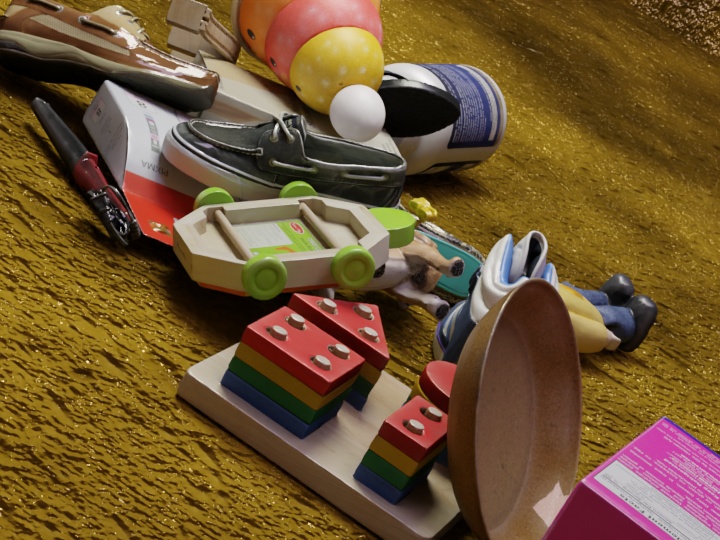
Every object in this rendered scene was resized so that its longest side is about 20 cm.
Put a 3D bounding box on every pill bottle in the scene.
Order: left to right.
[{"bbox_3d":[0.059,-0.153,1.971,0.111,0.112,0.200,37,21,21],"label":"pill bottle"}]

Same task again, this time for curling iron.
[{"bbox_3d":[-0.217,-0.084,1.534,0.200,0.025,0.050,52,-11,46],"label":"curling iron"}]

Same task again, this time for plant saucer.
[{"bbox_3d":[0.102,0.105,1.339,0.035,0.202,0.200,1,7,26],"label":"plant saucer"}]

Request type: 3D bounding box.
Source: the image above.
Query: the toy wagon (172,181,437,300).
[{"bbox_3d":[-0.038,-0.024,1.480,0.198,0.040,0.155,-5,24,-18],"label":"toy wagon"}]

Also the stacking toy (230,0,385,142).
[{"bbox_3d":[-0.026,-0.190,1.751,0.145,0.146,0.201,15,36,-34],"label":"stacking toy"}]

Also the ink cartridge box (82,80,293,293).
[{"bbox_3d":[-0.127,-0.070,1.595,0.162,0.057,0.200,22,16,-33],"label":"ink cartridge box"}]

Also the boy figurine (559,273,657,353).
[{"bbox_3d":[0.179,0.027,1.771,0.199,0.065,0.124,12,28,-46],"label":"boy figurine"}]

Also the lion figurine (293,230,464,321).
[{"bbox_3d":[0.000,0.000,1.569,0.199,0.073,0.122,6,14,-42],"label":"lion figurine"}]

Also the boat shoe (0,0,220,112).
[{"bbox_3d":[-0.215,-0.191,1.666,0.198,0.074,0.076,15,-15,1],"label":"boat shoe"}]

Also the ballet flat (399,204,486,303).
[{"bbox_3d":[0.021,-0.032,1.716,0.199,0.068,0.075,30,-3,-13],"label":"ballet flat"}]

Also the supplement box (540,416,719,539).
[{"bbox_3d":[0.195,0.187,1.344,0.103,0.102,0.200,36,22,17],"label":"supplement box"}]

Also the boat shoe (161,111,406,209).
[{"bbox_3d":[-0.058,-0.095,1.573,0.199,0.071,0.072,14,29,-12],"label":"boat shoe"}]

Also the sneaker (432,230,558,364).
[{"bbox_3d":[0.118,0.029,1.553,0.080,0.147,0.200,28,20,0],"label":"sneaker"}]

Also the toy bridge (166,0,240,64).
[{"bbox_3d":[-0.145,-0.207,1.809,0.067,0.027,0.200,20,-9,-2],"label":"toy bridge"}]

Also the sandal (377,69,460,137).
[{"bbox_3d":[-0.004,-0.163,1.845,0.199,0.075,0.048,0,58,12],"label":"sandal"}]

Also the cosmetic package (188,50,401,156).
[{"bbox_3d":[-0.067,-0.117,1.771,0.199,0.071,0.105,21,20,-23],"label":"cosmetic package"}]

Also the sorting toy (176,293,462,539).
[{"bbox_3d":[0.005,0.089,1.369,0.199,0.070,0.199,33,20,12],"label":"sorting toy"}]
